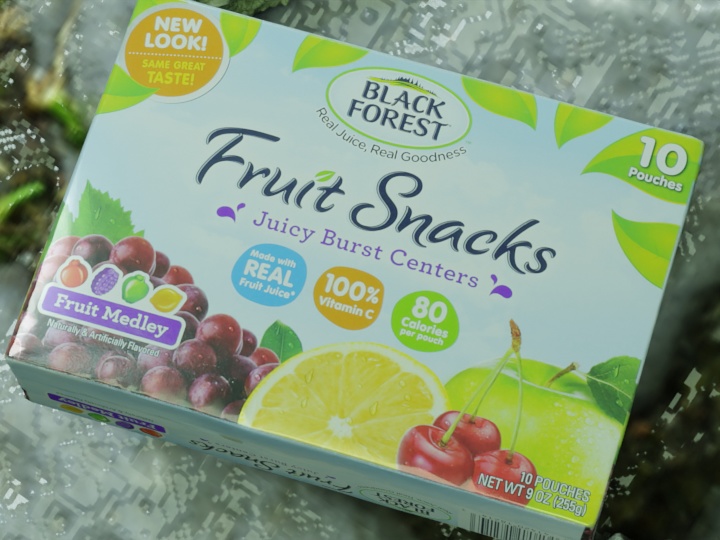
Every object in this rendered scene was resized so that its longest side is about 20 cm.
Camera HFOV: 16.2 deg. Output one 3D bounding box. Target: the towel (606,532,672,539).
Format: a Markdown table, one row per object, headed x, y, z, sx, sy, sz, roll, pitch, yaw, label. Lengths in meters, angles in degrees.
| x | y | z | sx | sy | sz | roll | pitch | yaw | label |
| --- | --- | --- | --- | --- | --- | --- | --- | --- | --- |
| 0.076 | 0.205 | 0.852 | 0.200 | 0.086 | 0.166 | -42 | 82 | 6 | towel |

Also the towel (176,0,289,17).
| x | y | z | sx | sy | sz | roll | pitch | yaw | label |
| --- | --- | --- | --- | --- | --- | --- | --- | --- | --- |
| -0.001 | -0.185 | 0.874 | 0.200 | 0.036 | 0.148 | -24 | 87 | 8 | towel |

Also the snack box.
| x | y | z | sx | sy | sz | roll | pitch | yaw | label |
| --- | --- | --- | --- | --- | --- | --- | --- | --- | --- |
| 0.000 | 0.000 | 0.849 | 0.200 | 0.053 | 0.142 | 16 | 70 | 7 | snack box |
